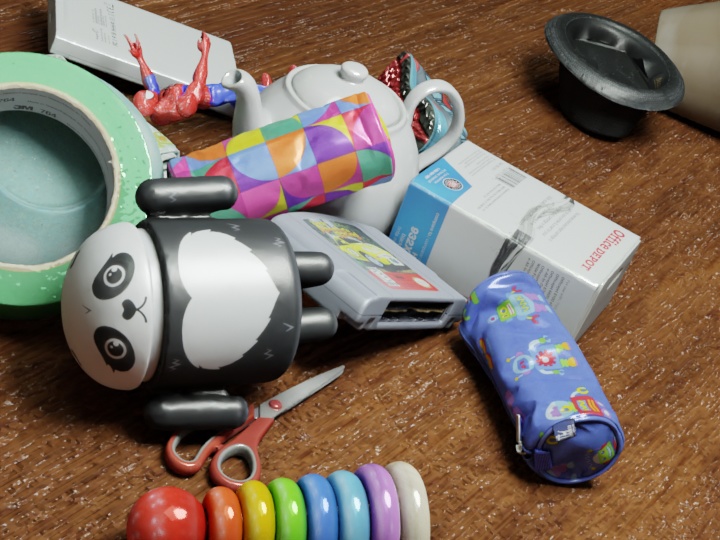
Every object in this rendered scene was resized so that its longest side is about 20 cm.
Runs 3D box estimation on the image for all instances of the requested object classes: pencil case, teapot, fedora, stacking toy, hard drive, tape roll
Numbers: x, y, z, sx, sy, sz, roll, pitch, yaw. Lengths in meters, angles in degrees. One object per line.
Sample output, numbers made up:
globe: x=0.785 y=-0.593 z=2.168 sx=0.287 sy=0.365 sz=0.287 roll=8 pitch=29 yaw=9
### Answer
pencil case: x=0.144 y=0.088 z=1.167 sx=0.086 sy=0.079 sz=0.201 roll=-10 pitch=41 yaw=-12
teapot: x=-0.020 y=-0.128 z=1.324 sx=0.196 sy=0.147 sz=0.200 roll=26 pitch=32 yaw=7
fedora: x=0.293 y=-0.227 z=1.700 sx=0.198 sy=0.092 sz=0.202 roll=15 pitch=35 yaw=-11
stacking toy: x=-0.057 y=0.170 z=0.937 sx=0.197 sy=0.086 sz=0.086 roll=3 pitch=36 yaw=-17
hard drive: x=-0.220 y=-0.228 z=1.435 sx=0.198 sy=0.026 sz=0.133 roll=18 pitch=31 yaw=-24
tape roll: x=-0.260 y=-0.065 z=1.077 sx=0.198 sy=0.048 sz=0.203 roll=5 pitch=73 yaw=-17
pencil case: x=-0.070 y=-0.085 z=1.204 sx=0.198 sy=0.089 sz=0.089 roll=-19 pitch=41 yaw=-3

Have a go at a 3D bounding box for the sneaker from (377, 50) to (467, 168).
sneaker: x=0.066 y=-0.158 z=1.507 sx=0.095 sy=0.079 sz=0.201 roll=33 pitch=23 yaw=-29

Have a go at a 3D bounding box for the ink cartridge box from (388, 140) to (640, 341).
ink cartridge box: x=0.145 y=-0.024 z=1.322 sx=0.199 sy=0.084 sz=0.145 roll=30 pitch=30 yaw=15

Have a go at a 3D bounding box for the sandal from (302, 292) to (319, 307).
sandal: x=-0.077 y=0.012 z=1.163 sx=0.205 sy=0.060 sz=0.079 roll=-19 pitch=50 yaw=-45

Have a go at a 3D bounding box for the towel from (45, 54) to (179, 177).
towel: x=-0.280 y=-0.122 z=1.258 sx=0.199 sy=0.049 sz=0.170 roll=38 pitch=33 yaw=23

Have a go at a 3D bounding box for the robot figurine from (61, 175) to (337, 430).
robot figurine: x=-0.117 y=0.024 z=1.024 sx=0.197 sy=0.126 sz=0.151 roll=-1 pitch=47 yaw=-25

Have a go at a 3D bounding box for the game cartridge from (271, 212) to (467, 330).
game cartridge: x=0.000 y=0.000 z=1.193 sx=0.132 sy=0.041 sz=0.199 roll=34 pitch=14 yaw=25

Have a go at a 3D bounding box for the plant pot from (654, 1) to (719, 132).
plant pot: x=0.459 y=-0.260 z=1.786 sx=0.171 sy=0.202 sz=0.200 roll=9 pitch=30 yaw=14

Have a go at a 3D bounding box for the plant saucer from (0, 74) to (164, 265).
plant saucer: x=-0.254 y=-0.089 z=1.140 sx=0.198 sy=0.039 sz=0.204 roll=8 pitch=66 yaw=-17

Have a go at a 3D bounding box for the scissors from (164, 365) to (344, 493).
scissors: x=-0.078 y=0.105 z=1.070 sx=0.072 sy=0.014 sz=0.200 roll=26 pitch=34 yaw=11

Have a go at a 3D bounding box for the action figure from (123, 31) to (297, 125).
action figure: x=-0.149 y=-0.194 z=1.352 sx=0.065 sy=0.100 sz=0.199 roll=-11 pitch=7 yaw=41
